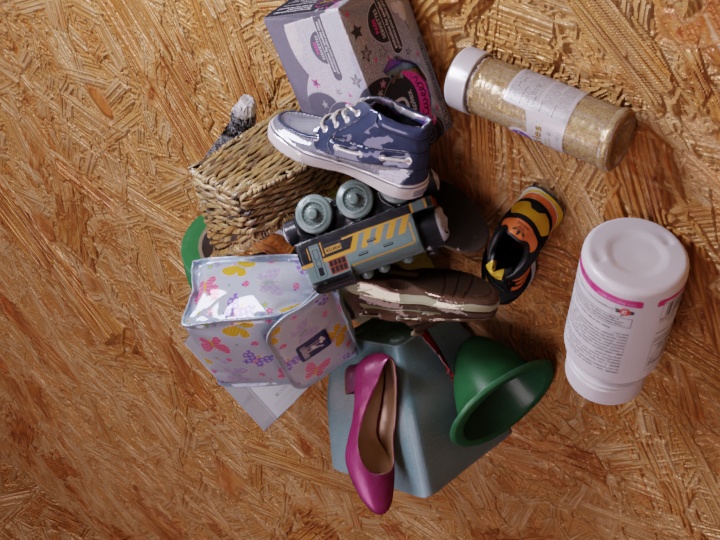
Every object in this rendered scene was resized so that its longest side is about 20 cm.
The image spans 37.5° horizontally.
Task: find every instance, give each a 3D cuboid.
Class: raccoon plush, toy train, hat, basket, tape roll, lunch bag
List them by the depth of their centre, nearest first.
[{"bbox_3d":[0.008,-0.050,1.258,0.085,0.197,0.116,-4,-106,-82],"label":"toy train"},{"bbox_3d":[-0.112,0.070,1.380,0.196,0.129,0.171,-4,145,10],"label":"lunch bag"},{"bbox_3d":[-0.099,-0.099,1.382,0.142,0.199,0.151,26,141,38],"label":"basket"},{"bbox_3d":[0.142,0.108,1.406,0.177,0.164,0.201,54,165,29],"label":"hat"},{"bbox_3d":[-0.143,-0.141,1.468,0.134,0.097,0.200,41,165,0],"label":"raccoon plush"},{"bbox_3d":[-0.158,-0.027,1.530,0.199,0.200,0.049,26,143,29],"label":"tape roll"}]

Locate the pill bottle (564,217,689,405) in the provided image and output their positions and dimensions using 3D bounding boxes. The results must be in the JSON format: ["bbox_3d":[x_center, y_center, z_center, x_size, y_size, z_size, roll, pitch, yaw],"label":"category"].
[{"bbox_3d":[0.285,0.051,1.168,0.113,0.113,0.202,30,143,25],"label":"pill bottle"}]

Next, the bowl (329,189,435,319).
[{"bbox_3d":[0.000,0.000,1.413,0.199,0.108,0.201,39,163,14],"label":"bowl"}]

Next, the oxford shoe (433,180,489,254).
[{"bbox_3d":[0.090,-0.070,1.323,0.199,0.071,0.072,36,167,38],"label":"oxford shoe"}]

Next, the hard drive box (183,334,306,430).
[{"bbox_3d":[-0.165,0.133,1.749,0.200,0.156,0.077,48,149,1],"label":"hard drive box"}]

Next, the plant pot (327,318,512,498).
[{"bbox_3d":[0.068,0.164,1.486,0.194,0.195,0.203,6,115,46],"label":"plant pot"}]

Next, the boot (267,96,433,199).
[{"bbox_3d":[-0.010,-0.155,1.146,0.198,0.073,0.091,22,132,17],"label":"boot"}]

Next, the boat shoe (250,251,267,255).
[{"bbox_3d":[-0.108,0.053,1.687,0.063,0.074,0.203,-30,94,30],"label":"boat shoe"}]

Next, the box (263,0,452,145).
[{"bbox_3d":[0.000,-0.225,1.214,0.131,0.115,0.202,7,130,45],"label":"box"}]

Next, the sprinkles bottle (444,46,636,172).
[{"bbox_3d":[0.184,-0.169,1.100,0.198,0.068,0.069,28,143,28],"label":"sprinkles bottle"}]

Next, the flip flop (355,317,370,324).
[{"bbox_3d":[-0.039,0.047,1.599,0.198,0.058,0.082,25,141,33],"label":"flip flop"}]

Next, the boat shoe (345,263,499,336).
[{"bbox_3d":[0.077,0.041,1.291,0.200,0.075,0.076,11,120,30],"label":"boat shoe"}]

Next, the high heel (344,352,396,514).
[{"bbox_3d":[0.024,0.210,1.359,0.096,0.067,0.203,-24,76,57],"label":"high heel"}]

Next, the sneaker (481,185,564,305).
[{"bbox_3d":[0.171,-0.013,1.258,0.070,0.090,0.201,38,146,14],"label":"sneaker"}]
